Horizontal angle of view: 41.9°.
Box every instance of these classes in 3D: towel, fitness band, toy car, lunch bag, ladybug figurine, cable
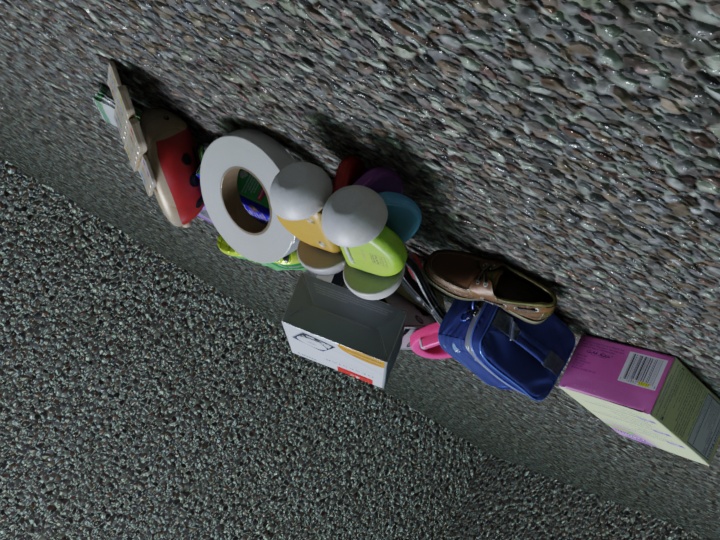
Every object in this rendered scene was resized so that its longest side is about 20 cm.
[{"bbox_3d":[-0.360,-0.245,1.627,0.199,0.031,0.149,27,171,-4],"label":"towel"},{"bbox_3d":[0.180,0.112,1.605,0.199,0.038,0.143,-21,157,32],"label":"fitness band"},{"bbox_3d":[-0.008,-0.073,1.211,0.199,0.150,0.176,26,155,32],"label":"toy car"},{"bbox_3d":[0.226,0.100,1.442,0.200,0.137,0.132,36,166,-31],"label":"lunch bag"},{"bbox_3d":[-0.296,-0.166,1.510,0.136,0.071,0.202,-92,-10,-66],"label":"ladybug figurine"},{"bbox_3d":[0.120,0.041,1.517,0.200,0.050,0.097,48,164,21],"label":"cable"}]

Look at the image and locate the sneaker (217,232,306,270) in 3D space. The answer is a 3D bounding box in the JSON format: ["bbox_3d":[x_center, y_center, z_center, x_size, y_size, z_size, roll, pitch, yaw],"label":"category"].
[{"bbox_3d":[-0.159,-0.035,1.542,0.199,0.074,0.084,20,164,37],"label":"sneaker"}]

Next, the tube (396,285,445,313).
[{"bbox_3d":[0.084,0.022,1.664,0.199,0.058,0.052,36,159,-28],"label":"tube"}]

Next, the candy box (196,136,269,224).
[{"bbox_3d":[-0.148,-0.118,1.532,0.199,0.078,0.169,24,169,15],"label":"candy box"}]

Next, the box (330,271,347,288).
[{"bbox_3d":[0.000,0.000,1.478,0.049,0.162,0.200,25,170,-10],"label":"box"}]

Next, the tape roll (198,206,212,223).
[{"bbox_3d":[-0.237,-0.116,1.737,0.199,0.066,0.200,24,173,3],"label":"tape roll"}]

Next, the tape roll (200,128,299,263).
[{"bbox_3d":[-0.158,-0.108,1.393,0.202,0.037,0.205,22,126,34],"label":"tape roll"}]

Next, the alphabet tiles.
[{"bbox_3d":[-0.356,-0.214,1.445,0.200,0.014,0.197,166,85,-74],"label":"alphabet tiles"}]

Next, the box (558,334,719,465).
[{"bbox_3d":[0.444,0.200,1.463,0.200,0.097,0.175,37,166,-35],"label":"box"}]

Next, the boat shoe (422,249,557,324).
[{"bbox_3d":[0.187,0.012,1.345,0.198,0.073,0.068,18,164,3],"label":"boat shoe"}]

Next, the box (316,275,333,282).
[{"bbox_3d":[0.009,0.033,1.846,0.199,0.069,0.082,19,166,42],"label":"box"}]

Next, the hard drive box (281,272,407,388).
[{"bbox_3d":[-0.021,0.089,1.330,0.155,0.077,0.200,21,165,7],"label":"hard drive box"}]

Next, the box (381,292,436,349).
[{"bbox_3d":[0.053,0.077,1.655,0.199,0.060,0.117,7,-137,-50],"label":"box"}]
